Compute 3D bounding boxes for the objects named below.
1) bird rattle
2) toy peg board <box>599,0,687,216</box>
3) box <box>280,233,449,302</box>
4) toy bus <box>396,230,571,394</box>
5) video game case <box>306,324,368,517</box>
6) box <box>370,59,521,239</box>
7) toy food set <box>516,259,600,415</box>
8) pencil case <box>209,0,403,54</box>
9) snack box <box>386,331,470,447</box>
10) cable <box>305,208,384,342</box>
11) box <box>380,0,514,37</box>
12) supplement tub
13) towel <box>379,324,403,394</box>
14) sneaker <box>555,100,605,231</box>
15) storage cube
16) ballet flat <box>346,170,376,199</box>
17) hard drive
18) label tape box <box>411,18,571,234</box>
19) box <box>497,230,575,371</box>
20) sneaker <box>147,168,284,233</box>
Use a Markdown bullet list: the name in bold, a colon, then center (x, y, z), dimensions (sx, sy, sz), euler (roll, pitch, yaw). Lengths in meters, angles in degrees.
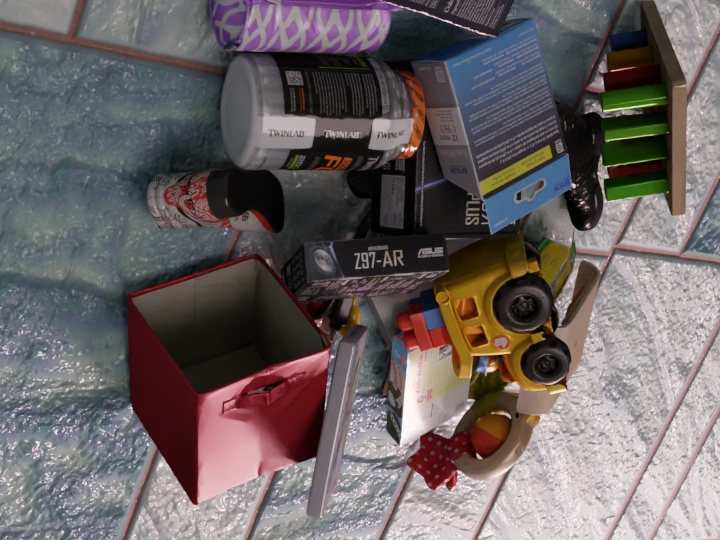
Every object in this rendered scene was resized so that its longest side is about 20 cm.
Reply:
- **bird rattle**: center (0.164, 0.225, 1.892), dimensions (0.200, 0.163, 0.113), euler (-47, 118, -13)
- **toy peg board**: center (0.343, -0.201, 1.729), dimensions (0.097, 0.200, 0.201), euler (-7, 130, 3)
- **box**: center (0.000, 0.000, 1.557), dimensions (0.159, 0.200, 0.044), euler (-4, 83, -11)
- **toy bus**: center (0.148, 0.067, 1.672), dimensions (0.191, 0.136, 0.201), euler (-20, 116, 7)
- **video game case**: center (-0.025, 0.171, 1.600), dimensions (0.022, 0.182, 0.202), euler (11, 95, 4)
- **box**: center (0.102, -0.139, 1.582), dimensions (0.163, 0.086, 0.202), euler (-2, 97, -36)
- **toy food set**: center (0.267, 0.089, 1.867), dimensions (0.200, 0.060, 0.144), euler (-47, 150, -52)
- **pencil case**: center (-0.060, -0.269, 1.416), dimensions (0.199, 0.084, 0.085), euler (-7, 161, -37)
- **snack box**: center (0.093, 0.138, 1.801), dimensions (0.116, 0.037, 0.201), euler (-26, 143, -24)
- **cable**: center (-0.021, 0.002, 1.683), dimensions (0.097, 0.050, 0.201), euler (20, 94, -16)
- **box**: center (0.041, -0.335, 1.366), dimensions (0.181, 0.200, 0.105), euler (7, 117, -41)
- **supplement tub**: center (-0.040, -0.168, 1.456), dimensions (0.199, 0.123, 0.123), euler (-2, 121, -24)
- **towel**: center (0.118, 0.082, 1.818), dimensions (0.199, 0.022, 0.147), euler (-19, 139, -32)
- **sneaker**: center (0.265, -0.135, 1.782), dimensions (0.104, 0.060, 0.201), euler (-18, 123, -29)
- **storage cube**: center (-0.151, 0.120, 1.545), dimensions (0.170, 0.200, 0.181), euler (-19, 136, -27)
- **ballet flat**: center (0.075, -0.118, 1.646), dimensions (0.199, 0.057, 0.067), euler (-18, 130, -27)
- **hard drive**: center (0.101, 0.005, 1.775), dimensions (0.200, 0.026, 0.132), euler (-37, 135, -12)
- **label tape box**: center (0.150, -0.161, 1.521), dimensions (0.143, 0.066, 0.201), euler (-29, 113, -32)
- **box**: center (0.229, 0.039, 1.827), dimensions (0.201, 0.048, 0.117), euler (-58, 164, -7)
- **sneaker**: center (-0.159, -0.075, 1.496), dimensions (0.201, 0.107, 0.068), euler (8, 79, -74)
